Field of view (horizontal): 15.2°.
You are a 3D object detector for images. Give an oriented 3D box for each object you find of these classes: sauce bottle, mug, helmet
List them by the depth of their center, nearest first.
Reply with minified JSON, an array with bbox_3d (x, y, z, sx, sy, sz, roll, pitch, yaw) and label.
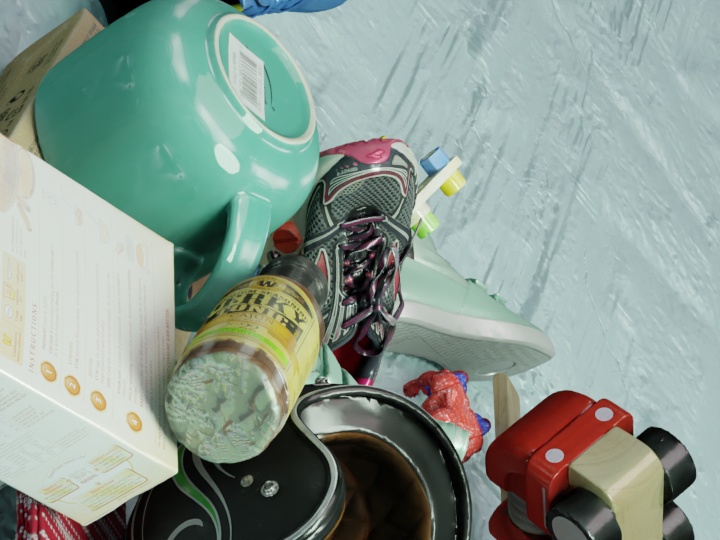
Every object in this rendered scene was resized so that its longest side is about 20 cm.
[{"bbox_3d":[-0.055,0.039,1.439,0.065,0.065,0.200,52,17,-10],"label":"sauce bottle"},{"bbox_3d":[-0.034,0.159,1.470,0.200,0.200,0.191,45,17,-23],"label":"helmet"},{"bbox_3d":[-0.088,-0.070,1.569,0.185,0.114,0.152,59,28,3],"label":"mug"}]

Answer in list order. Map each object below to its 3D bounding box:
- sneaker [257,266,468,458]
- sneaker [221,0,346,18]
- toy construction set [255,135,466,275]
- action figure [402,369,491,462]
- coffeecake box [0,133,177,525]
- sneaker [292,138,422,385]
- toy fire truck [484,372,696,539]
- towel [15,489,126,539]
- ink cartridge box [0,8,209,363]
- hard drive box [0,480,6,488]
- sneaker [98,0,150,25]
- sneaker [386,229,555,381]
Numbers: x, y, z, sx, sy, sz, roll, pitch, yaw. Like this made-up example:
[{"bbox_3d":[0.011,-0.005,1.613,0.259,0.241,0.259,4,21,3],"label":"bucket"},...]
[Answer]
[{"bbox_3d":[0.001,0.077,1.619,0.074,0.118,0.201,-90,169,-59],"label":"sneaker"},{"bbox_3d":[-0.075,-0.189,1.800,0.200,0.066,0.079,11,49,-47],"label":"sneaker"},{"bbox_3d":[-0.017,-0.021,1.778,0.092,0.131,0.200,58,28,3],"label":"toy construction set"},{"bbox_3d":[0.057,0.098,1.800,0.200,0.052,0.066,39,31,-87],"label":"action figure"},{"bbox_3d":[-0.187,0.014,1.362,0.200,0.073,0.154,35,37,-37],"label":"coffeecake box"},{"bbox_3d":[0.000,0.000,1.655,0.080,0.200,0.075,-7,46,-14],"label":"sneaker"},{"bbox_3d":[0.127,0.137,1.790,0.129,0.176,0.200,-37,53,-27],"label":"toy fire truck"},{"bbox_3d":[-0.157,0.133,1.463,0.145,0.022,0.200,64,15,-49],"label":"towel"},{"bbox_3d":[-0.161,-0.039,1.623,0.165,0.075,0.200,49,28,-18],"label":"ink cartridge box"},{"bbox_3d":[-0.266,0.017,1.394,0.200,0.077,0.156,33,37,-39],"label":"hard drive box"},{"bbox_3d":[-0.124,-0.124,1.784,0.099,0.070,0.200,14,42,-52],"label":"sneaker"},{"bbox_3d":[0.065,0.008,1.937,0.200,0.074,0.118,20,52,-46],"label":"sneaker"}]
